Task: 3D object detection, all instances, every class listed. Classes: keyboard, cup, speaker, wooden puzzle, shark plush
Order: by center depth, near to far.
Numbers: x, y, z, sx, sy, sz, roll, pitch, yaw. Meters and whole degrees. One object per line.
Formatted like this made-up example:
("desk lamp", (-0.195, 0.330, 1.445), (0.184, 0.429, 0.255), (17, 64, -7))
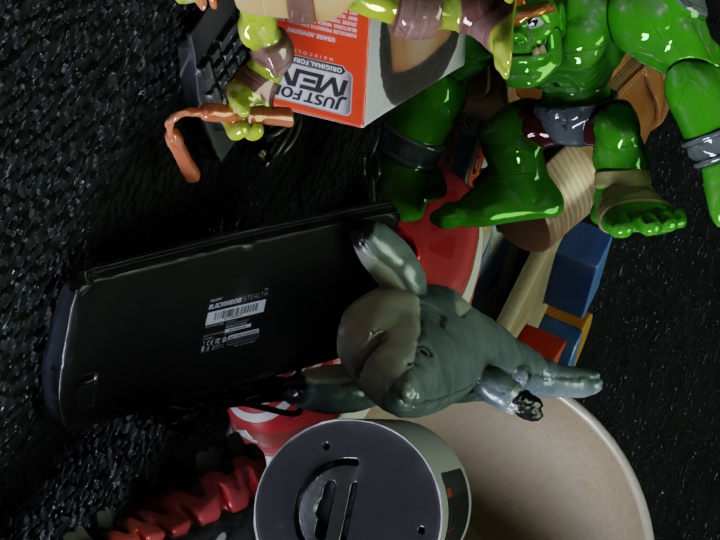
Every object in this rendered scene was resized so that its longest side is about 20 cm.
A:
("keyboard", (-0.069, 0.023, 1.224), (0.199, 0.040, 0.105), (-12, 124, -44))
("speaker", (0.004, 0.105, 1.230), (0.200, 0.081, 0.082), (34, 76, -83))
("keyboard", (-0.021, -0.126, 1.264), (0.200, 0.021, 0.127), (-57, 156, -30))
("shark plush", (0.046, 0.054, 1.279), (0.091, 0.083, 0.200), (-59, 145, -1))
("cup", (0.040, 0.160, 1.472), (0.201, 0.200, 0.143), (-63, -175, -18))
("wooden puzzle", (0.101, 0.046, 1.610), (0.186, 0.046, 0.201), (98, 12, -55))

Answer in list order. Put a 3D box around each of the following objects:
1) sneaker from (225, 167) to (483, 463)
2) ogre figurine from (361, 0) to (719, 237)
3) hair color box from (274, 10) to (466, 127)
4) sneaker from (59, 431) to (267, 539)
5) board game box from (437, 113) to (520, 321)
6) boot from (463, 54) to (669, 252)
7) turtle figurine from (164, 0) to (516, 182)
("sneaker", (0.000, 0.000, 1.350), (0.200, 0.078, 0.116), (-58, 158, -33))
("ogre figurine", (0.092, -0.080, 1.292), (0.098, 0.199, 0.121), (-12, 102, -42))
("hair color box", (0.004, -0.174, 1.198), (0.101, 0.061, 0.201), (-36, 135, -54))
("sneaker", (-0.096, 0.145, 1.177), (0.200, 0.071, 0.098), (-27, 93, -50))
("board game box", (0.058, -0.036, 1.522), (0.135, 0.034, 0.201), (-1, 109, -68))
("boot", (0.101, -0.128, 1.416), (0.155, 0.076, 0.200), (-47, 123, -31))
("turtle figurine", (-0.017, -0.114, 1.131), (0.065, 0.160, 0.201), (-82, 175, -48))
